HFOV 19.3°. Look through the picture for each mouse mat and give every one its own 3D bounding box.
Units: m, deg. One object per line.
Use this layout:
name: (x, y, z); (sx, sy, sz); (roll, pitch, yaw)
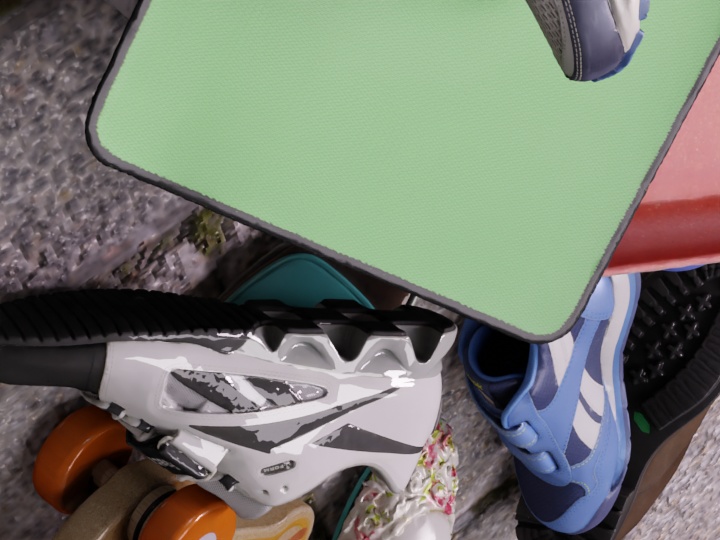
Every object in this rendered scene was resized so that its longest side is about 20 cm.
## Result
mouse mat: (0.024, -0.074, 0.706); (0.199, 0.008, 0.162); (23, 101, -23)

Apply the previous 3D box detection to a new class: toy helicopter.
toy helicopter: (-0.082, 0.135, 0.943); (0.200, 0.079, 0.133); (4, 116, -62)

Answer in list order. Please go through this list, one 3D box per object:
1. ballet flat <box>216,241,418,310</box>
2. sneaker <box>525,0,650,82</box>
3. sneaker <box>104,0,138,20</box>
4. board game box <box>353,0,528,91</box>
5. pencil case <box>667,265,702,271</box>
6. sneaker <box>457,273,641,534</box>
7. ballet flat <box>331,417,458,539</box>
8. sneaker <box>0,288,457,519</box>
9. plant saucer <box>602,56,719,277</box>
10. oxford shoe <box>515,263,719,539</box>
ballet flat: (0.000, 0.000, 0.906); (0.200, 0.067, 0.064); (-45, 175, 3)
sneaker: (0.016, -0.139, 0.641); (0.085, 0.077, 0.201); (-31, 103, -3)
sneaker: (-0.019, -0.120, 0.770); (0.199, 0.078, 0.100); (0, 116, -54)
board game box: (0.003, -0.173, 0.684); (0.200, 0.034, 0.135); (39, 95, -27)
pencil case: (0.158, -0.074, 0.936); (0.078, 0.087, 0.200); (-48, 170, -24)
sneaker: (0.085, 0.056, 1.040); (0.082, 0.074, 0.201); (-25, 132, -24)
ballet flat: (0.005, 0.170, 1.054); (0.075, 0.064, 0.201); (22, 101, -55)
sneaker: (-0.060, 0.056, 0.827); (0.198, 0.074, 0.089); (5, 102, -18)
plant saucer: (0.111, -0.100, 0.787); (0.198, 0.037, 0.201); (-7, 112, -17)
oxford shoe: (0.155, 0.068, 1.135); (0.201, 0.073, 0.084); (-58, 160, 18)
